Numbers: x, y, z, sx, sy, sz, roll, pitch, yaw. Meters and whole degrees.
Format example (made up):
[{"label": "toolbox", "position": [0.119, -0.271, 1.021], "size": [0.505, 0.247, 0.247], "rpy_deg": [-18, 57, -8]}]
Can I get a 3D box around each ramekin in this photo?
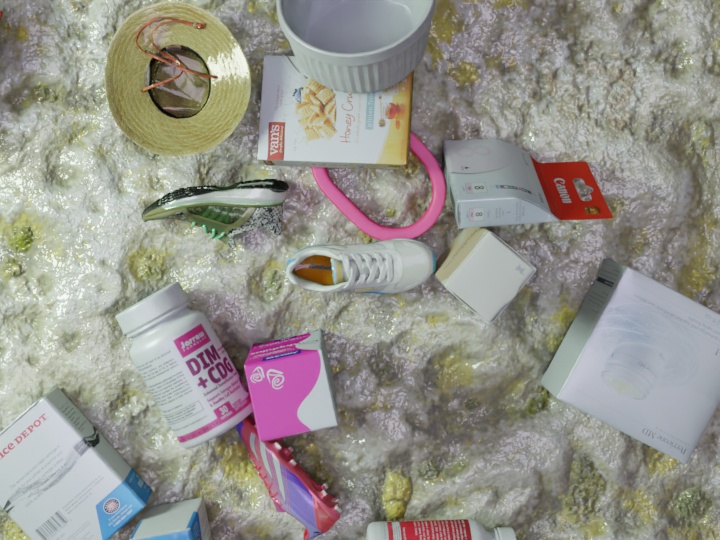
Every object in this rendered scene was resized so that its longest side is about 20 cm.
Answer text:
[{"label": "ramekin", "position": [-0.003, -0.320, 1.505], "size": [0.200, 0.105, 0.200], "rpy_deg": [-2, 62, 4]}]

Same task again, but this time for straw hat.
[{"label": "straw hat", "position": [-0.235, -0.244, 1.546], "size": [0.201, 0.085, 0.201], "rpy_deg": [0, 89, -3]}]

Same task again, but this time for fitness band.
[{"label": "fitness band", "position": [0.025, -0.129, 1.591], "size": [0.200, 0.037, 0.144], "rpy_deg": [45, 92, -4]}]

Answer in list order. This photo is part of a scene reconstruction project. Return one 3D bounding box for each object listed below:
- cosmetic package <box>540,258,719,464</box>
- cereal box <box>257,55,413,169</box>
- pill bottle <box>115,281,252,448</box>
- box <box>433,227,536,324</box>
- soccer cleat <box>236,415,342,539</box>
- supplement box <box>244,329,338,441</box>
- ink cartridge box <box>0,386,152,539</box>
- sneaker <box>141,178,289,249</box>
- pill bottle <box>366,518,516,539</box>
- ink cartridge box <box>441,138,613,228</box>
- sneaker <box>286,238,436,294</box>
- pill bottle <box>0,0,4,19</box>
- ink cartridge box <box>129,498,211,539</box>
[{"label": "cosmetic package", "position": [0.382, 0.120, 1.586], "size": [0.199, 0.123, 0.200], "rpy_deg": [27, 95, -4]}, {"label": "cereal box", "position": [-0.032, -0.208, 1.554], "size": [0.200, 0.040, 0.144], "rpy_deg": [2, 83, 6]}, {"label": "pill bottle", "position": [-0.234, 0.124, 1.563], "size": [0.113, 0.113, 0.200], "rpy_deg": [-29, 96, 0]}, {"label": "box", "position": [0.155, -0.001, 1.525], "size": [0.078, 0.200, 0.095], "rpy_deg": [40, 92, -5]}, {"label": "soccer cleat", "position": [-0.109, 0.283, 1.610], "size": [0.076, 0.067, 0.200], "rpy_deg": [-42, 98, 6]}, {"label": "supplement box", "position": [-0.087, 0.146, 1.528], "size": [0.101, 0.200, 0.103], "rpy_deg": [-12, 96, -2]}, {"label": "ink cartridge box", "position": [-0.402, 0.280, 1.584], "size": [0.145, 0.084, 0.200], "rpy_deg": [-41, 95, 2]}, {"label": "sneaker", "position": [-0.191, -0.067, 1.573], "size": [0.200, 0.077, 0.089], "rpy_deg": [-6, 104, 0]}, {"label": "pill bottle", "position": [0.110, 0.395, 1.602], "size": [0.200, 0.112, 0.112], "rpy_deg": [-1, 95, -2]}, {"label": "ink cartridge box", "position": [0.214, -0.120, 1.539], "size": [0.200, 0.163, 0.057], "rpy_deg": [-7, 124, 0]}, {"label": "sneaker", "position": [0.000, 0.000, 1.561], "size": [0.200, 0.081, 0.077], "rpy_deg": [-4, 98, 12]}, {"label": "pill bottle", "position": [-0.538, -0.268, 1.517], "size": [0.111, 0.111, 0.200], "rpy_deg": [16, 94, -4]}, {"label": "ink cartridge box", "position": [-0.237, 0.424, 1.566], "size": [0.084, 0.145, 0.200], "rpy_deg": [-11, 95, 0]}]
